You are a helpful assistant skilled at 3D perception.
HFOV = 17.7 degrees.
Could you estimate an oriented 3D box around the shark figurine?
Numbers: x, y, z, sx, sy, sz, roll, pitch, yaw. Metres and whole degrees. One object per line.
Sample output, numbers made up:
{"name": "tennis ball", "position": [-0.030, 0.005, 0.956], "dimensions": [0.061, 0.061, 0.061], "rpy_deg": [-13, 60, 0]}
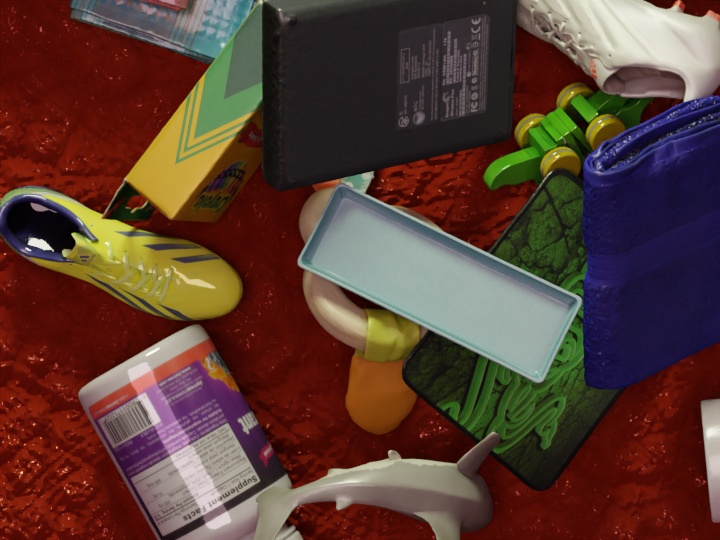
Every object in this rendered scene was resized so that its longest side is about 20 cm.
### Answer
{"name": "shark figurine", "position": [0.028, 0.179, 1.672], "dimensions": [0.214, 0.128, 0.090], "rpy_deg": [2, 59, -30]}

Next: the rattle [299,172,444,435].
{"name": "rattle", "position": [0.000, 0.000, 1.767], "dimensions": [0.130, 0.143, 0.200], "rpy_deg": [-32, 64, -9]}

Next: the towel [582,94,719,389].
{"name": "towel", "position": [0.216, -0.021, 1.660], "dimensions": [0.147, 0.050, 0.201], "rpy_deg": [-23, 129, -25]}

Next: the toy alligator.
{"name": "toy alligator", "position": [0.183, -0.111, 1.728], "dimensions": [0.200, 0.059, 0.054], "rpy_deg": [-36, 133, 1]}

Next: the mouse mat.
{"name": "mouse mat", "position": [0.141, 0.045, 1.710], "dimensions": [0.161, 0.008, 0.200], "rpy_deg": [40, 85, -22]}

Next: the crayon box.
{"name": "crayon box", "position": [-0.102, -0.103, 1.723], "dimensions": [0.051, 0.127, 0.200], "rpy_deg": [39, 98, 8]}

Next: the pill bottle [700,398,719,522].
{"name": "pill bottle", "position": [0.352, 0.131, 1.687], "dimensions": [0.199, 0.110, 0.110], "rpy_deg": [-6, 93, 8]}

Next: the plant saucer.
{"name": "plant saucer", "position": [0.057, 0.010, 1.670], "dimensions": [0.199, 0.019, 0.070], "rpy_deg": [26, 82, 9]}

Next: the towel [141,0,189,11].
{"name": "towel", "position": [-0.177, -0.311, 1.755], "dimensions": [0.143, 0.023, 0.201], "rpy_deg": [15, 93, 6]}

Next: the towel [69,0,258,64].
{"name": "towel", "position": [-0.131, -0.267, 1.770], "dimensions": [0.146, 0.022, 0.201], "rpy_deg": [18, 95, 5]}

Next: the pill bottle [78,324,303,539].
{"name": "pill bottle", "position": [-0.120, 0.152, 1.749], "dimensions": [0.111, 0.111, 0.200], "rpy_deg": [-29, 90, 8]}

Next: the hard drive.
{"name": "hard drive", "position": [0.022, -0.143, 1.675], "dimensions": [0.199, 0.033, 0.140], "rpy_deg": [-14, 120, -28]}

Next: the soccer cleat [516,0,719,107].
{"name": "soccer cleat", "position": [0.173, -0.172, 1.688], "dimensions": [0.199, 0.069, 0.078], "rpy_deg": [20, 74, 25]}

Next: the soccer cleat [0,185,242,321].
{"name": "soccer cleat", "position": [-0.188, -0.008, 1.761], "dimensions": [0.199, 0.084, 0.065], "rpy_deg": [22, 96, 5]}
